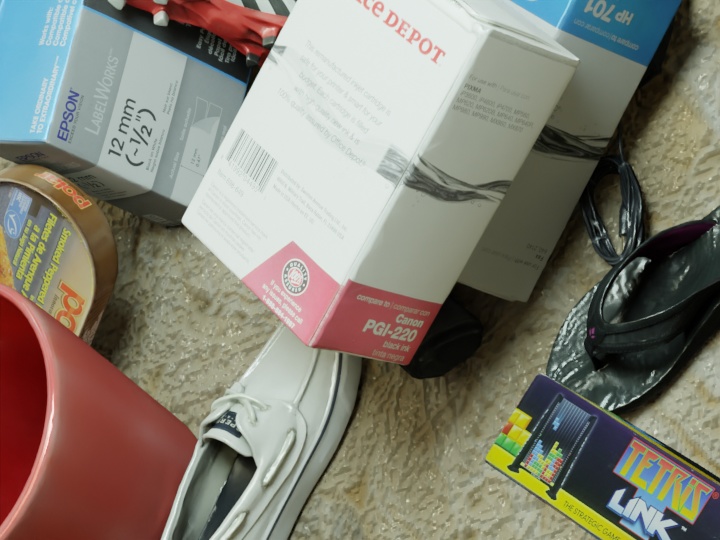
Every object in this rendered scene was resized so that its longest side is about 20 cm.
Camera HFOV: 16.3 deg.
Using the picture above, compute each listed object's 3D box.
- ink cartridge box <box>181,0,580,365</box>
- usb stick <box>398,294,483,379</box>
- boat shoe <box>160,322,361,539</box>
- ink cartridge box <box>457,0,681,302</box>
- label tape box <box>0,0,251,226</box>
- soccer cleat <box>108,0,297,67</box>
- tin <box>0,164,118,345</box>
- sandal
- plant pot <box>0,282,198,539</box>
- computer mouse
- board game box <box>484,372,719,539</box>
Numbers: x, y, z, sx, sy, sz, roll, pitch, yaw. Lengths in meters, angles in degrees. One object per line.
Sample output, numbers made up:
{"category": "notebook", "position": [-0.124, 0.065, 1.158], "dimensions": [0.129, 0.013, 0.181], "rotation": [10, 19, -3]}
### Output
{"category": "ink cartridge box", "position": [0.008, -0.071, 1.376], "dimensions": [0.146, 0.085, 0.200], "rotation": [43, 112, 43]}
{"category": "usb stick", "position": [0.000, 0.000, 1.503], "dimensions": [0.055, 0.033, 0.200], "rotation": [-28, 43, -19]}
{"category": "boat shoe", "position": [-0.065, 0.102, 1.491], "dimensions": [0.072, 0.066, 0.200], "rotation": [21, 83, 43]}
{"category": "ink cartridge box", "position": [0.071, -0.105, 1.444], "dimensions": [0.146, 0.086, 0.200], "rotation": [37, 103, 44]}
{"category": "label tape box", "position": [-0.168, -0.129, 1.591], "dimensions": [0.066, 0.200, 0.144], "rotation": [-6, 66, 49]}
{"category": "soccer cleat", "position": [-0.096, -0.190, 1.576], "dimensions": [0.069, 0.200, 0.085], "rotation": [-36, 36, 43]}
{"category": "tin", "position": [-0.219, 0.022, 1.605], "dimensions": [0.112, 0.042, 0.200], "rotation": [36, 127, 14]}
{"category": "sandal", "position": [0.171, 0.004, 1.360], "dimensions": [0.200, 0.048, 0.075], "rotation": [-41, 50, 16]}
{"category": "plant pot", "position": [-0.197, 0.124, 1.511], "dimensions": [0.200, 0.177, 0.201], "rotation": [-18, 59, 33]}
{"category": "computer mouse", "position": [0.157, -0.095, 1.437], "dimensions": [0.059, 0.034, 0.200], "rotation": [-8, 71, 45]}
{"category": "board game box", "position": [0.180, 0.137, 1.208], "dimensions": [0.200, 0.165, 0.057], "rotation": [33, 93, 43]}
